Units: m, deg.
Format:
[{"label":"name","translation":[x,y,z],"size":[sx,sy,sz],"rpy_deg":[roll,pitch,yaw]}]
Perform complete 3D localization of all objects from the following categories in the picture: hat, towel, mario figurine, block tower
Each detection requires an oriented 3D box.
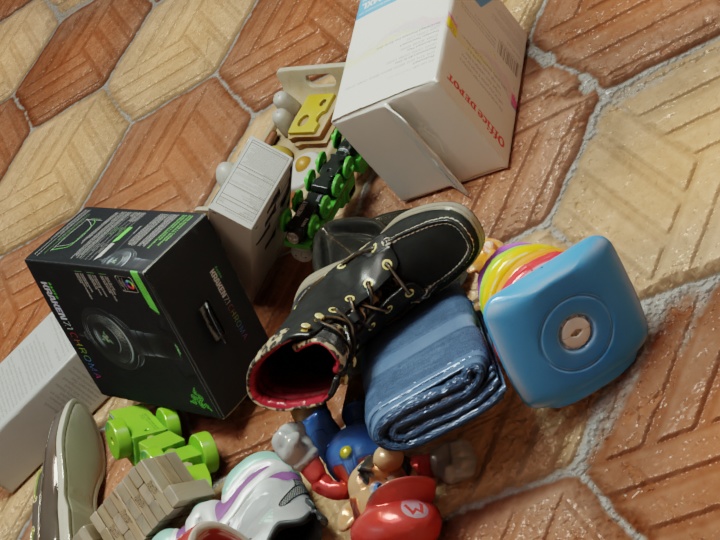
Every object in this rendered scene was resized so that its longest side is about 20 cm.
[{"label":"hat","translation":[0.000,0.000,1.259],"size":[0.199,0.081,0.202],"rpy_deg":[-28,40,26]},{"label":"towel","translation":[0.053,0.076,1.101],"size":[0.111,0.049,0.200],"rpy_deg":[-29,18,7]},{"label":"mario figurine","translation":[0.010,0.141,1.097],"size":[0.123,0.106,0.200],"rpy_deg":[-41,35,3]},{"label":"block tower","translation":[-0.214,0.240,1.219],"size":[0.200,0.054,0.058],"rpy_deg":[-47,69,22]}]

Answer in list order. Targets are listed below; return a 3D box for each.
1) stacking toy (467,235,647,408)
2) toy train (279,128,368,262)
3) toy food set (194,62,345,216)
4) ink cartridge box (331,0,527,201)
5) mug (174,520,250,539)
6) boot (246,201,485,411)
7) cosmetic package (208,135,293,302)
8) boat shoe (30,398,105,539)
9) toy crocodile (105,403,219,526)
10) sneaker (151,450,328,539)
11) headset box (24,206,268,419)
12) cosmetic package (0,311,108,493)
[{"label":"stacking toy","translation":[0.131,0.016,1.110],"size":[0.115,0.110,0.200],"rpy_deg":[-31,24,-6]},{"label":"toy train","translation":[-0.027,-0.084,1.359],"size":[0.041,0.057,0.201],"rpy_deg":[12,46,18]},{"label":"toy food set","translation":[-0.086,-0.139,1.495],"size":[0.143,0.060,0.201],"rpy_deg":[3,59,47]},{"label":"ink cartridge box","translation":[0.066,-0.174,1.318],"size":[0.124,0.129,0.202],"rpy_deg":[-17,45,35]},{"label":"mug","translation":[-0.156,0.302,1.032],"size":[0.200,0.133,0.178],"rpy_deg":[-41,24,18]},{"label":"boot","translation":[0.001,0.031,1.107],"size":[0.199,0.074,0.151],"rpy_deg":[-25,17,33]},{"label":"cosmetic package","translation":[-0.104,-0.043,1.330],"size":[0.083,0.050,0.200],"rpy_deg":[-59,-6,-19]},{"label":"boat shoe","translation":[-0.290,0.215,1.358],"size":[0.059,0.072,0.201],"rpy_deg":[-28,45,18]},{"label":"toy crocodile","translation":[-0.187,0.175,1.305],"size":[0.067,0.063,0.199],"rpy_deg":[-14,22,-30]},{"label":"sneaker","translation":[-0.108,0.253,1.131],"size":[0.200,0.078,0.140],"rpy_deg":[-48,36,0]},{"label":"headset box","translation":[-0.192,0.038,1.316],"size":[0.198,0.175,0.093],"rpy_deg":[6,40,42]},{"label":"cosmetic package","translation":[-0.337,0.127,1.486],"size":[0.200,0.071,0.102],"rpy_deg":[-44,36,3]}]
